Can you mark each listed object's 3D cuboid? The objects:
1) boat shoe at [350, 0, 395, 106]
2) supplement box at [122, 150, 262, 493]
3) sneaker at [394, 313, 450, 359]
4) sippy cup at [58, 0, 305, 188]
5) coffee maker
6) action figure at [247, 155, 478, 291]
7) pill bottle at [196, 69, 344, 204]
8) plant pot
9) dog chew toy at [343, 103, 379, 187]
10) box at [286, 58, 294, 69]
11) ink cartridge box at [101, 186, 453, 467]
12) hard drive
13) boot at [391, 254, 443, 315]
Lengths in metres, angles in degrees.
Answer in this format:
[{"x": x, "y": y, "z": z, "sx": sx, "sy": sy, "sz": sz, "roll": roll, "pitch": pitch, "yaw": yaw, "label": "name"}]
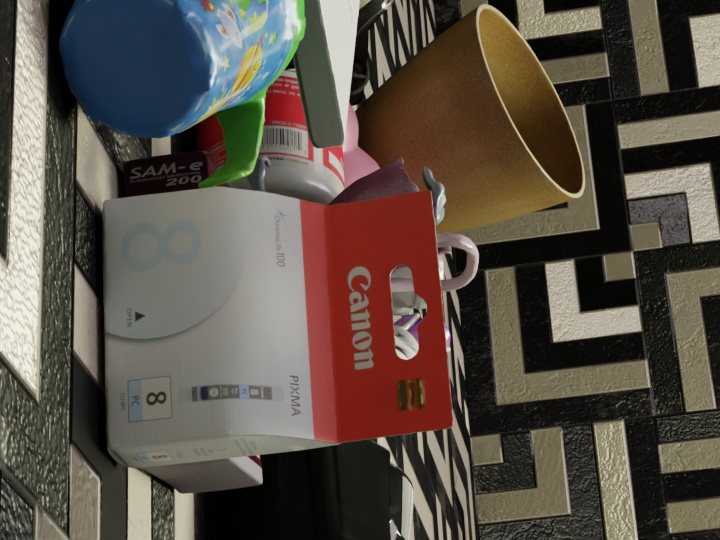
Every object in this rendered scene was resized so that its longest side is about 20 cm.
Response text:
[{"x": -0.017, "y": -0.181, "z": 1.735, "sx": 0.200, "sy": 0.068, "sz": 0.072, "roll": -50, "pitch": 180, "yaw": 44, "label": "boat shoe"}, {"x": -0.108, "y": 0.035, "z": 1.270, "sx": 0.109, "sy": 0.061, "sz": 0.200, "roll": 60, "pitch": 25, "yaw": -72, "label": "supplement box"}, {"x": 0.017, "y": 0.068, "z": 1.499, "sx": 0.073, "sy": 0.114, "sz": 0.200, "roll": 50, "pitch": -4, "yaw": 4, "label": "sneaker"}, {"x": -0.115, "y": -0.144, "z": 1.183, "sx": 0.140, "sy": 0.178, "sz": 0.130, "roll": -53, "pitch": -176, "yaw": 29, "label": "sippy cup"}, {"x": -0.031, "y": 0.209, "z": 1.366, "sx": 0.192, "sy": 0.135, "sz": 0.200, "roll": 58, "pitch": 18, "yaw": -46, "label": "coffee maker"}, {"x": -0.032, "y": 0.001, "z": 1.387, "sx": 0.149, "sy": 0.200, "sz": 0.134, "roll": 56, "pitch": -11, "yaw": 32, "label": "action figure"}, {"x": -0.070, "y": -0.117, "z": 1.510, "sx": 0.112, "sy": 0.112, "sz": 0.200, "roll": 71, "pitch": 14, "yaw": -57, "label": "pill bottle"}, {"x": 0.067, "y": -0.105, "z": 1.735, "sx": 0.186, "sy": 0.200, "sz": 0.186, "roll": 48, "pitch": 26, "yaw": -33, "label": "plant pot"}, {"x": -0.050, "y": -0.102, "z": 1.643, "sx": 0.125, "sy": 0.124, "sz": 0.200, "roll": -56, "pitch": 130, "yaw": -79, "label": "dog chew toy"}, {"x": -0.107, "y": -0.268, "z": 1.355, "sx": 0.197, "sy": 0.117, "sz": 0.200, "roll": -88, "pitch": 168, "yaw": -47, "label": "box"}, {"x": -0.052, "y": 0.026, "z": 1.168, "sx": 0.047, "sy": 0.200, "sz": 0.160, "roll": 68, "pitch": 17, "yaw": -65, "label": "ink cartridge box"}, {"x": -0.026, "y": -0.192, "z": 1.366, "sx": 0.200, "sy": 0.026, "sz": 0.132, "roll": -84, "pitch": 166, "yaw": -55, "label": "hard drive"}, {"x": 0.000, "y": 0.000, "z": 1.555, "sx": 0.200, "sy": 0.095, "sz": 0.074, "roll": 162, "pitch": -71, "yaw": -80, "label": "boot"}]
